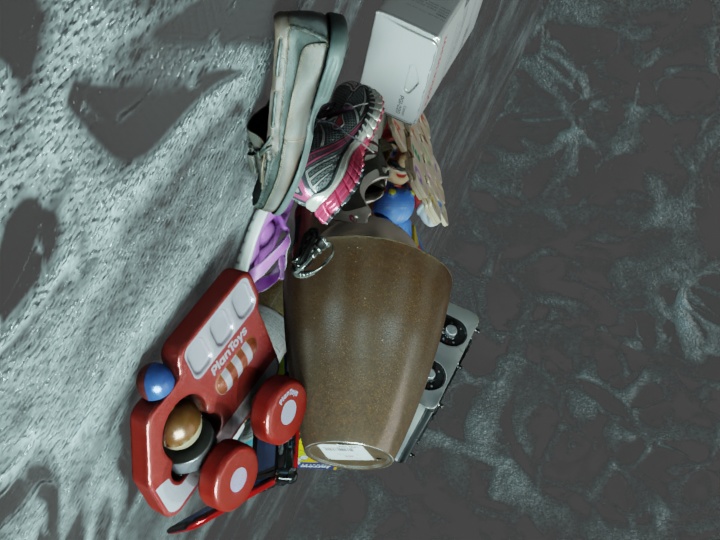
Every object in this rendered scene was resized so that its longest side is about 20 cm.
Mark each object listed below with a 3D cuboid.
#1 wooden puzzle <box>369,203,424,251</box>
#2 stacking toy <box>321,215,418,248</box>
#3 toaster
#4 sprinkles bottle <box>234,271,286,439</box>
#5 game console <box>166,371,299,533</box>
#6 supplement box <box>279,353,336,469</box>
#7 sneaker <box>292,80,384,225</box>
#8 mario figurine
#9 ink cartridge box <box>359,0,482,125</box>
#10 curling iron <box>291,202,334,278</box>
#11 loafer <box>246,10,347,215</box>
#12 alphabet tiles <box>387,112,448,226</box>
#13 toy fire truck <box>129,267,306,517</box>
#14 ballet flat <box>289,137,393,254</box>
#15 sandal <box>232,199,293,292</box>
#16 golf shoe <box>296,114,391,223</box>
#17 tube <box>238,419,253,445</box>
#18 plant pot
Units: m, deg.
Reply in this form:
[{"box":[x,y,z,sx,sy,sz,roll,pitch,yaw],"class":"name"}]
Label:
[{"box":[0.049,-0.058,1.583,0.187,0.046,0.200,70,21,-9],"class":"wooden puzzle"},{"box":[0.000,0.000,1.347,0.200,0.145,0.148,-118,-127,-83],"class":"stacking toy"},{"box":[0.069,0.152,1.518,0.182,0.118,0.201,-57,172,-38],"class":"toaster"},{"box":[-0.124,0.097,1.205,0.201,0.068,0.068,-61,172,-28],"class":"sprinkles bottle"},{"box":[-0.145,0.208,1.214,0.200,0.117,0.175,140,-46,-68],"class":"game console"},{"box":[-0.061,0.162,1.354,0.201,0.107,0.111,116,-25,-55],"class":"supplement box"},{"box":[-0.029,-0.137,1.093,0.081,0.074,0.201,-45,-161,36],"class":"sneaker"},{"box":[0.050,-0.105,1.456,0.123,0.105,0.203,-9,97,-68],"class":"mario figurine"},{"box":[0.080,-0.294,1.274,0.146,0.084,0.201,106,10,-54],"class":"ink cartridge box"},{"box":[-0.048,-0.064,1.118,0.049,0.026,0.201,-28,-146,22],"class":"curling iron"},{"box":[-0.069,-0.135,0.912,0.072,0.062,0.201,-102,-152,-45],"class":"loafer"},{"box":[0.076,-0.158,1.402,0.196,0.014,0.202,56,22,-43],"class":"alphabet tiles"},{"box":[-0.148,0.117,1.009,0.201,0.111,0.169,-52,141,-32],"class":"toy fire truck"},{"box":[-0.019,-0.090,1.346,0.202,0.062,0.068,-62,174,-16],"class":"ballet flat"},{"box":[-0.100,0.001,1.115,0.205,0.049,0.082,-66,173,11],"class":"sandal"},{"box":[0.000,-0.124,1.275,0.078,0.087,0.201,106,11,-48],"class":"golf shoe"},{"box":[-0.141,0.139,1.337,0.078,0.050,0.202,-58,166,-48],"class":"tube"},{"box":[-0.003,0.096,1.123,0.187,0.184,0.202,102,-4,-64],"class":"plant pot"}]
